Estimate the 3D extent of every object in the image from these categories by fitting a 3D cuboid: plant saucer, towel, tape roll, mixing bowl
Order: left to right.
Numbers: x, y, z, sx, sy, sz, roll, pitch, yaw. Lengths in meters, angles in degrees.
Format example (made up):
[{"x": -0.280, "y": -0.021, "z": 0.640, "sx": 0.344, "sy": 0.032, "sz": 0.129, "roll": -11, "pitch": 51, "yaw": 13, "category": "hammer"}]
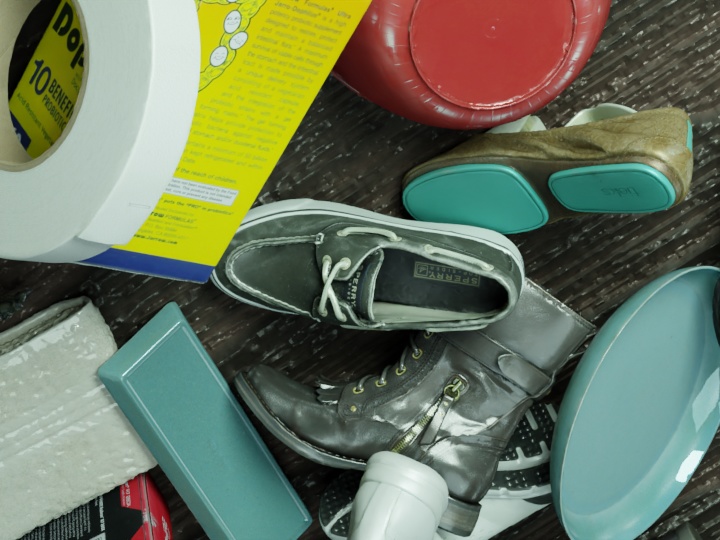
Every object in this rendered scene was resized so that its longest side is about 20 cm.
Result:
[{"x": -0.228, "y": 0.111, "z": 1.236, "sx": 0.199, "sy": 0.035, "sz": 0.133, "roll": -27, "pitch": 122, "yaw": 4, "category": "towel"}, {"x": -0.167, "y": -0.104, "z": 1.024, "sx": 0.037, "sy": 0.203, "sz": 0.204, "roll": 6, "pitch": 124, "yaw": -50, "category": "tape roll"}, {"x": -0.095, "y": 0.117, "z": 1.255, "sx": 0.070, "sy": 0.019, "sz": 0.201, "roll": -44, "pitch": 122, "yaw": -23, "category": "plant saucer"}, {"x": 0.065, "y": -0.157, "z": 1.096, "sx": 0.198, "sy": 0.109, "sz": 0.202, "roll": -5, "pitch": 120, "yaw": -9, "category": "mixing bowl"}, {"x": 0.182, "y": 0.086, "z": 1.251, "sx": 0.199, "sy": 0.027, "sz": 0.202, "roll": -31, "pitch": 134, "yaw": -38, "category": "plant saucer"}]

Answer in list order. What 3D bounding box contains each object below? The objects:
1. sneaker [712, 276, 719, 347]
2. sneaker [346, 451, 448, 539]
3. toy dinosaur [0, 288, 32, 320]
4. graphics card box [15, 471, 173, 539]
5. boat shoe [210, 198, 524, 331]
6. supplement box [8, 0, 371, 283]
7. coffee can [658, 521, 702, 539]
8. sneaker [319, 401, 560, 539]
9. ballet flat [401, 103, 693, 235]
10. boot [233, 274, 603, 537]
[{"x": 0.280, "y": -0.028, "z": 1.201, "sx": 0.080, "sy": 0.074, "sz": 0.201, "roll": -9, "pitch": 131, "yaw": -26, "category": "sneaker"}, {"x": 0.017, "y": 0.195, "z": 1.197, "sx": 0.075, "sy": 0.089, "sz": 0.201, "roll": 15, "pitch": 150, "yaw": 20, "category": "sneaker"}, {"x": -0.258, "y": 0.012, "z": 1.168, "sx": 0.200, "sy": 0.048, "sz": 0.088, "roll": -41, "pitch": 104, "yaw": 14, "category": "toy dinosaur"}, {"x": -0.213, "y": 0.218, "z": 1.246, "sx": 0.199, "sy": 0.126, "sz": 0.051, "roll": -27, "pitch": 121, "yaw": 4, "category": "graphics card box"}, {"x": 0.000, "y": 0.000, "z": 1.174, "sx": 0.198, "sy": 0.064, "sz": 0.071, "roll": 2, "pitch": 109, "yaw": 8, "category": "boat shoe"}, {"x": -0.104, "y": -0.109, "z": 1.072, "sx": 0.109, "sy": 0.109, "sz": 0.201, "roll": 10, "pitch": 119, "yaw": -44, "category": "supplement box"}, {"x": 0.179, "y": 0.288, "z": 1.349, "sx": 0.199, "sy": 0.147, "sz": 0.147, "roll": -30, "pitch": 121, "yaw": 7, "category": "coffee can"}, {"x": 0.073, "y": 0.151, "z": 1.305, "sx": 0.198, "sy": 0.074, "sz": 0.080, "roll": -17, "pitch": 136, "yaw": 4, "category": "sneaker"}, {"x": 0.116, "y": -0.067, "z": 1.165, "sx": 0.199, "sy": 0.073, "sz": 0.068, "roll": -7, "pitch": 133, "yaw": 41, "category": "ballet flat"}, {"x": 0.037, "y": 0.055, "z": 1.235, "sx": 0.199, "sy": 0.069, "sz": 0.175, "roll": 28, "pitch": 94, "yaw": 4, "category": "boot"}]
